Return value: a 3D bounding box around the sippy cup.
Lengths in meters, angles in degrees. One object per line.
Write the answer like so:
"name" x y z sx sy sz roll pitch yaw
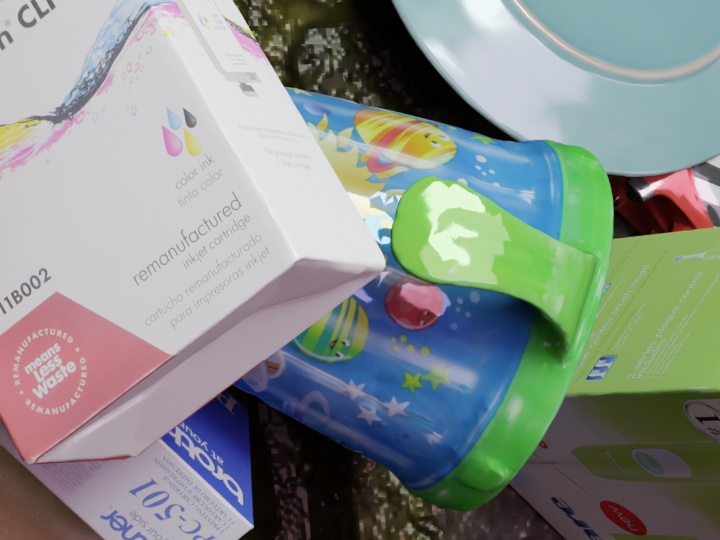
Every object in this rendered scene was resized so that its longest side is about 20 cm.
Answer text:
"sippy cup" 0.000 0.000 1.043 0.130 0.178 0.140 21 42 -17

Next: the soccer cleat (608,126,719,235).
"soccer cleat" 0.174 0.008 1.219 0.085 0.069 0.200 -41 102 -20

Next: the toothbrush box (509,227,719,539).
"toothbrush box" 0.143 0.062 1.119 0.146 0.200 0.086 45 68 -20

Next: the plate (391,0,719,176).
"plate" 0.093 -0.134 1.174 0.200 0.026 0.200 11 66 -27

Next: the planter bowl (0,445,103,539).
"planter bowl" -0.123 0.154 0.982 0.135 0.200 0.200 -43 110 4

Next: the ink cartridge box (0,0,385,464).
"ink cartridge box" -0.095 -0.053 0.948 0.200 0.116 0.067 59 21 16

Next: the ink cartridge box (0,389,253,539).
"ink cartridge box" -0.120 0.015 1.029 0.044 0.094 0.200 -40 110 13
